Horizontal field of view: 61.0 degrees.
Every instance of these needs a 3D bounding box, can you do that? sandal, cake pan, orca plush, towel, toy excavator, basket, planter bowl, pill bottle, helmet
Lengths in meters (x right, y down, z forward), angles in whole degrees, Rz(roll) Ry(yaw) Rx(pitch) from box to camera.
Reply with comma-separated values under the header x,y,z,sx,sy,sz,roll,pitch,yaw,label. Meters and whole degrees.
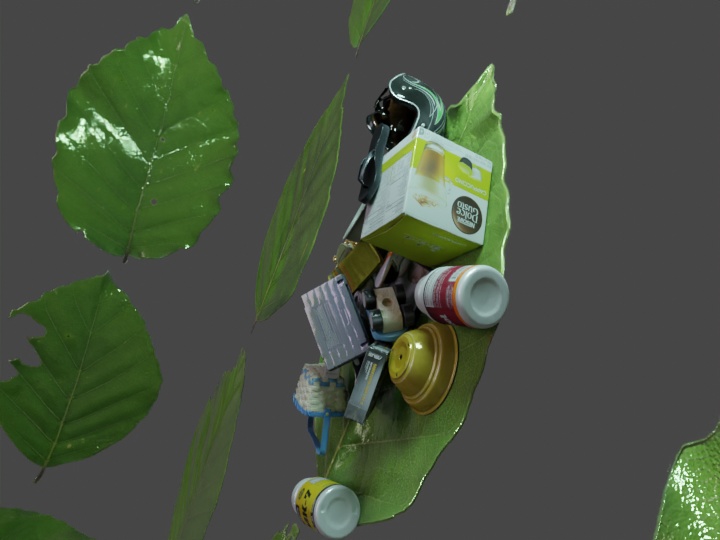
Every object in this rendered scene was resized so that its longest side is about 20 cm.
x,y,z,sx,sy,sz,roll,pitch,yaw,label
0.095,-0.029,1.492,0.080,0.059,0.208,-60,1,44,sandal
0.021,-0.153,1.520,0.202,0.036,0.200,-59,5,8,cake pan
0.008,0.214,1.502,0.070,0.104,0.204,2,81,48,orca plush
-0.017,-0.001,1.543,0.087,0.018,0.200,58,135,15,towel
0.052,0.113,1.453,0.202,0.098,0.196,92,166,-45,toy excavator
-0.105,0.359,1.606,0.176,0.136,0.204,-146,67,-69,basket
0.114,0.190,1.274,0.201,0.082,0.203,-51,28,42,planter bowl
0.185,0.049,1.171,0.199,0.111,0.115,-2,70,68,pill bottle
0.019,-0.239,1.366,0.076,0.042,0.204,-33,42,59,sandal
-0.088,0.552,1.438,0.199,0.113,0.117,-22,52,63,pill bottle
0.128,-0.382,1.560,0.200,0.191,0.200,-44,-3,-3,helmet

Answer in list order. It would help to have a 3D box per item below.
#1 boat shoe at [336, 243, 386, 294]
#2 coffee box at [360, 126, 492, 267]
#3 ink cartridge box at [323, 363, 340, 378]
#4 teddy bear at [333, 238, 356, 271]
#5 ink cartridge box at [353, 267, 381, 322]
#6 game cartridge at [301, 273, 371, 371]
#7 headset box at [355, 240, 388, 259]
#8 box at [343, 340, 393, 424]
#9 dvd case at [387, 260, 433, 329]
x,y,z,sx,sy,sz,roll,pitch,yaw,label
0.000,0.000,1.618,0.201,0.067,0.076,54,129,44,boat shoe
0.141,-0.147,1.318,0.199,0.197,0.202,-26,48,60,coffee box
-0.063,0.166,1.605,0.200,0.044,0.180,-99,16,-81,ink cartridge box
-0.045,-0.016,1.858,0.201,0.066,0.146,-58,27,33,teddy bear
0.016,0.048,1.685,0.094,0.044,0.204,6,79,67,ink cartridge box
-0.060,0.128,1.488,0.128,0.038,0.203,-29,72,21,game cartridge
0.061,-0.114,1.582,0.150,0.074,0.201,-61,4,26,headset box
0.025,0.244,1.374,0.200,0.047,0.161,14,-85,-81,box
0.114,0.042,1.483,0.145,0.017,0.200,-69,21,8,dvd case
